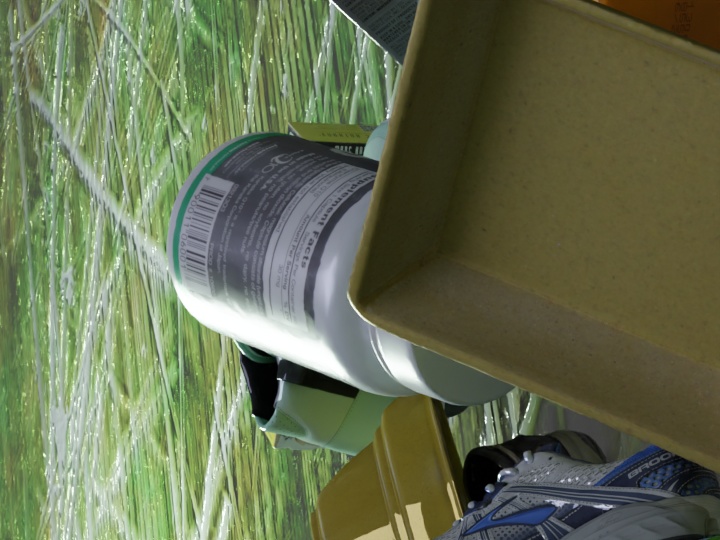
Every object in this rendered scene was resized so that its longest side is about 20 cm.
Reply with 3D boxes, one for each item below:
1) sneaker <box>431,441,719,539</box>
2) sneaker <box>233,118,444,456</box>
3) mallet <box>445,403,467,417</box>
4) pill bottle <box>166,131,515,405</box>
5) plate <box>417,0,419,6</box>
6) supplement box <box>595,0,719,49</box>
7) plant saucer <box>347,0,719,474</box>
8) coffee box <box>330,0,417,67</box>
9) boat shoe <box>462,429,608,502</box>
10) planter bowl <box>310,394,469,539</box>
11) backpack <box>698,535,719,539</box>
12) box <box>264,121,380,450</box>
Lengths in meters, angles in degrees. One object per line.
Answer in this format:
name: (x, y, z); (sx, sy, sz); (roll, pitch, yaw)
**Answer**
sneaker: (0.080, 0.129, 1.374); (0.077, 0.200, 0.085); (54, -154, -44)
sneaker: (-0.012, 0.001, 1.650); (0.074, 0.118, 0.201); (-29, 55, 59)
mallet: (0.054, -0.013, 1.688); (0.066, 0.041, 0.200); (-128, 46, -64)
pill bottle: (0.000, 0.000, 1.510); (0.200, 0.113, 0.113); (20, 109, 50)
plate: (0.075, -0.057, 1.421); (0.200, 0.026, 0.200); (55, 179, 2)
supplement box: (0.110, -0.141, 1.427); (0.200, 0.073, 0.126); (-125, 39, -64)
plant saucer: (0.109, -0.032, 1.293); (0.048, 0.200, 0.200); (-53, -18, -51)
coffee box: (-0.005, -0.203, 1.600); (0.080, 0.200, 0.113); (-37, 38, 17)
boat shoe: (0.098, 0.145, 1.448); (0.200, 0.073, 0.075); (-122, 36, -62)
planter bowl: (0.025, 0.157, 1.546); (0.200, 0.083, 0.201); (-17, -90, -87)
backpack: (0.143, 0.186, 1.206); (0.200, 0.154, 0.164); (-18, 72, 50)
box: (-0.015, 0.011, 1.853); (0.050, 0.075, 0.200); (-130, 43, -70)
